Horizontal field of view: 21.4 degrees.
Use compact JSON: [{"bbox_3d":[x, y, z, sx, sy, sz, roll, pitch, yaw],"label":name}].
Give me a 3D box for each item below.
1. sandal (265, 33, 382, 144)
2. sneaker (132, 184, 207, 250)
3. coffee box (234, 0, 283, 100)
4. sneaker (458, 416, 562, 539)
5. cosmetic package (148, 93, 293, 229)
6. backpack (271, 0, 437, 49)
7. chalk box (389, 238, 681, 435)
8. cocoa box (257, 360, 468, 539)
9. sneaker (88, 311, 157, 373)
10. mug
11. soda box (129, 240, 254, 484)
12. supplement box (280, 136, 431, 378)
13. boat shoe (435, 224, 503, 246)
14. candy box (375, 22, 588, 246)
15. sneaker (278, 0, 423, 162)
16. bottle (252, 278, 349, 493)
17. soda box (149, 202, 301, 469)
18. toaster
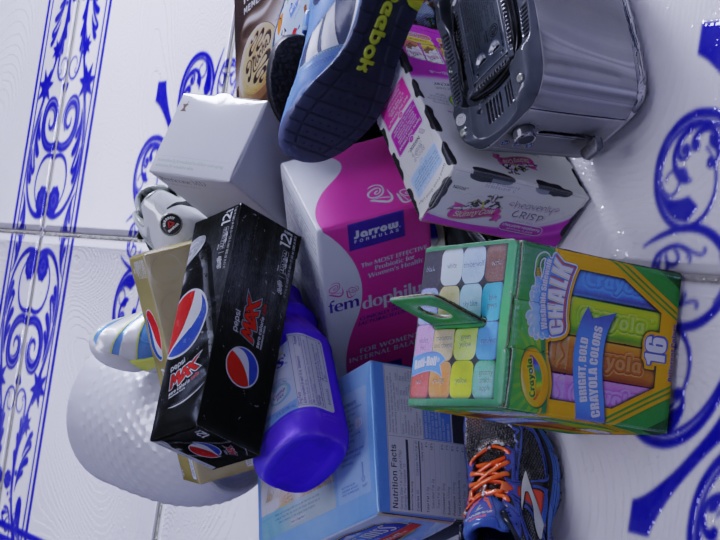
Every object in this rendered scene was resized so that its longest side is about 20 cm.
[{"bbox_3d":[-0.018,-0.126,1.635,0.075,0.200,0.045,-49,35,-3],"label":"sandal"},{"bbox_3d":[-0.170,-0.042,1.773,0.074,0.089,0.200,-38,0,-7],"label":"sneaker"},{"bbox_3d":[-0.068,-0.205,1.907,0.113,0.079,0.201,-32,54,53],"label":"coffee box"},{"bbox_3d":[0.112,0.186,1.471,0.075,0.078,0.201,-27,59,29],"label":"sneaker"},{"bbox_3d":[-0.078,-0.070,1.690,0.107,0.200,0.085,9,69,42],"label":"cosmetic package"},{"bbox_3d":[0.000,-0.199,1.734,0.191,0.153,0.201,-102,33,-50],"label":"backpack"},{"bbox_3d":[0.117,0.049,1.396,0.125,0.199,0.125,-5,77,59],"label":"chalk box"},{"bbox_3d":[0.013,0.172,1.604,0.200,0.131,0.134,-33,54,51],"label":"cocoa box"},{"bbox_3d":[-0.145,0.026,1.700,0.076,0.199,0.106,-128,36,-51],"label":"sneaker"},{"bbox_3d":[-0.149,0.124,1.766,0.175,0.148,0.200,11,59,48],"label":"mug"},{"bbox_3d":[-0.137,0.076,1.625,0.064,0.067,0.201,175,81,-72],"label":"soda box"},{"bbox_3d":[0.000,0.000,1.628,0.104,0.101,0.201,-118,17,-47],"label":"supplement box"},{"bbox_3d":[0.095,-0.051,1.600,0.066,0.074,0.200,-34,33,20],"label":"boat shoe"},{"bbox_3d":[0.087,-0.115,1.561,0.061,0.136,0.201,-58,36,32],"label":"candy box"},{"bbox_3d":[-0.012,-0.182,1.548,0.201,0.074,0.082,-63,35,8],"label":"sneaker"},{"bbox_3d":[-0.060,0.085,1.566,0.084,0.065,0.201,-47,36,30],"label":"bottle"},{"bbox_3d":[-0.107,0.052,1.528,0.063,0.071,0.201,-21,50,44],"label":"soda box"},{"bbox_3d":[0.140,-0.179,1.496,0.114,0.129,0.201,-43,47,45],"label":"toaster"}]
